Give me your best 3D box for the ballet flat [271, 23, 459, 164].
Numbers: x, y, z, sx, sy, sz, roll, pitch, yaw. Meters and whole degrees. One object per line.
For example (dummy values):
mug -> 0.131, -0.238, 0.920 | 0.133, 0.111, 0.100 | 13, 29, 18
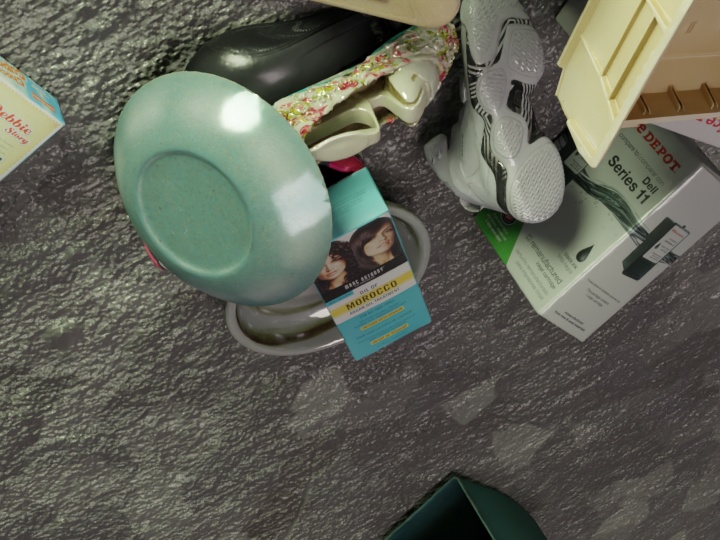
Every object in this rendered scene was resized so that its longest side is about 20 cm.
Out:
ballet flat -> 0.007, -0.126, 0.990 | 0.200, 0.064, 0.076 | -32, 144, -16

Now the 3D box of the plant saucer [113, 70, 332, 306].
plant saucer -> -0.117, -0.051, 0.972 | 0.039, 0.201, 0.201 | -47, 160, -47

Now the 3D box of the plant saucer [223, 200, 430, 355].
plant saucer -> -0.036, -0.003, 1.157 | 0.200, 0.050, 0.200 | -19, 146, -14

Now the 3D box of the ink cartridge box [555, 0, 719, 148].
ink cartridge box -> 0.295, -0.227, 1.049 | 0.147, 0.146, 0.200 | 11, 127, -36

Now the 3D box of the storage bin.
storage bin -> 0.263, -0.165, 0.892 | 0.200, 0.094, 0.199 | -7, 149, -19

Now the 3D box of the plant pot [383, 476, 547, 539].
plant pot -> 0.159, 0.363, 1.591 | 0.141, 0.141, 0.200 | -46, 144, 20

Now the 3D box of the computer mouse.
computer mouse -> -0.040, -0.160, 1.001 | 0.200, 0.053, 0.139 | -20, 140, -11

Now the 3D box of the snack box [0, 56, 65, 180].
snack box -> -0.318, -0.126, 0.889 | 0.116, 0.037, 0.200 | -38, 139, 11

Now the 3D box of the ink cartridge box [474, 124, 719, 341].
ink cartridge box -> 0.226, -0.058, 1.186 | 0.200, 0.147, 0.083 | -44, 136, 16

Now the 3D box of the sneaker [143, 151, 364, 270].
sneaker -> -0.091, -0.062, 1.056 | 0.200, 0.075, 0.081 | -33, 139, 6

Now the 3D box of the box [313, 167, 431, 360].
box -> 0.000, 0.000, 1.092 | 0.082, 0.049, 0.200 | -28, 149, -1

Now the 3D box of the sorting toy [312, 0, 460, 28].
sorting toy -> -0.039, -0.249, 0.838 | 0.037, 0.200, 0.185 | -59, 147, -25

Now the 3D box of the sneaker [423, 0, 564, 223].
sneaker -> 0.101, -0.137, 1.084 | 0.075, 0.115, 0.200 | -23, 105, -31
